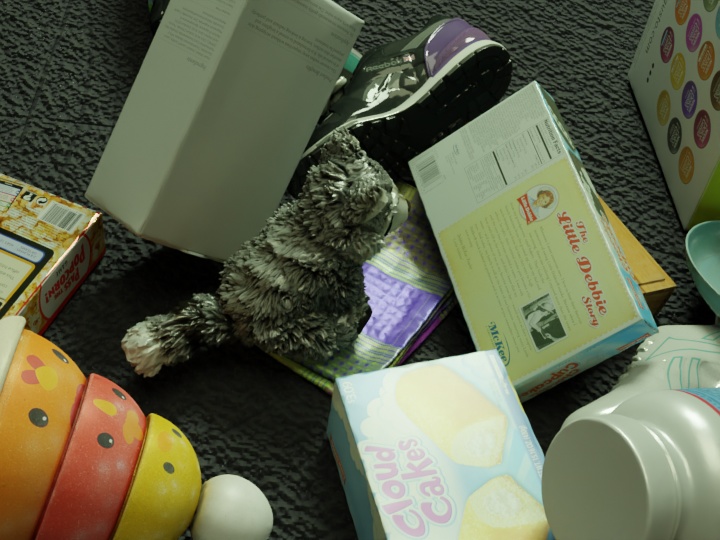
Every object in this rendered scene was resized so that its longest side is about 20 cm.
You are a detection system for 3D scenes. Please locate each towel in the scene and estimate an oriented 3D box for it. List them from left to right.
[{"bbox_3d":[0.000,0.000,0.841,0.143,0.023,0.200,31,52,17],"label":"towel"}]

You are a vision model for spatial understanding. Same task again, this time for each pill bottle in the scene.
[{"bbox_3d":[0.205,0.123,0.664,0.198,0.109,0.109,3,45,-34],"label":"pill bottle"}]

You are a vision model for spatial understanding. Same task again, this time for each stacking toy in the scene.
[{"bbox_3d":[-0.145,0.122,0.669,0.198,0.147,0.147,18,47,-15],"label":"stacking toy"}]

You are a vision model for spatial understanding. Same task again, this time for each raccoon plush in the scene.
[{"bbox_3d":[-0.055,-0.003,0.732,0.199,0.135,0.097,-30,60,-29],"label":"raccoon plush"}]

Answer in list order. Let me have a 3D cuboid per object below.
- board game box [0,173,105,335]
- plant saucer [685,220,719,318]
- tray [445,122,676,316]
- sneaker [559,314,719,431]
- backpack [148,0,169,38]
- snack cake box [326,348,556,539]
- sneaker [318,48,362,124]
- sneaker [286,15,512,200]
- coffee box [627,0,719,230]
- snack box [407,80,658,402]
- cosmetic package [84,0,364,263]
[{"bbox_3d":[-0.291,0.013,0.775,0.150,0.047,0.201,21,50,11],"label":"board game box"},{"bbox_3d":[0.324,0.028,0.819,0.198,0.028,0.201,15,28,-8],"label":"plant saucer"},{"bbox_3d":[0.144,-0.042,0.872,0.098,0.037,0.201,-9,49,-33],"label":"tray"},{"bbox_3d":[0.206,0.085,0.771,0.198,0.071,0.080,-14,47,-28],"label":"sneaker"},{"bbox_3d":[-0.123,-0.287,1.006,0.161,0.154,0.202,-13,76,-10],"label":"backpack"},{"bbox_3d":[0.059,0.154,0.686,0.114,0.068,0.201,-8,51,-16],"label":"snack cake box"},{"bbox_3d":[-0.056,-0.160,0.896,0.199,0.072,0.080,31,21,-17],"label":"sneaker"},{"bbox_3d":[0.016,-0.125,0.878,0.199,0.076,0.088,-33,49,-10],"label":"sneaker"},{"bbox_3d":[0.359,-0.167,0.914,0.197,0.201,0.199,1,50,-8],"label":"coffee box"},{"bbox_3d":[0.116,-0.021,0.799,0.115,0.037,0.202,-30,60,22],"label":"snack box"},{"bbox_3d":[-0.095,-0.113,0.790,0.081,0.202,0.112,33,8,40],"label":"cosmetic package"}]
